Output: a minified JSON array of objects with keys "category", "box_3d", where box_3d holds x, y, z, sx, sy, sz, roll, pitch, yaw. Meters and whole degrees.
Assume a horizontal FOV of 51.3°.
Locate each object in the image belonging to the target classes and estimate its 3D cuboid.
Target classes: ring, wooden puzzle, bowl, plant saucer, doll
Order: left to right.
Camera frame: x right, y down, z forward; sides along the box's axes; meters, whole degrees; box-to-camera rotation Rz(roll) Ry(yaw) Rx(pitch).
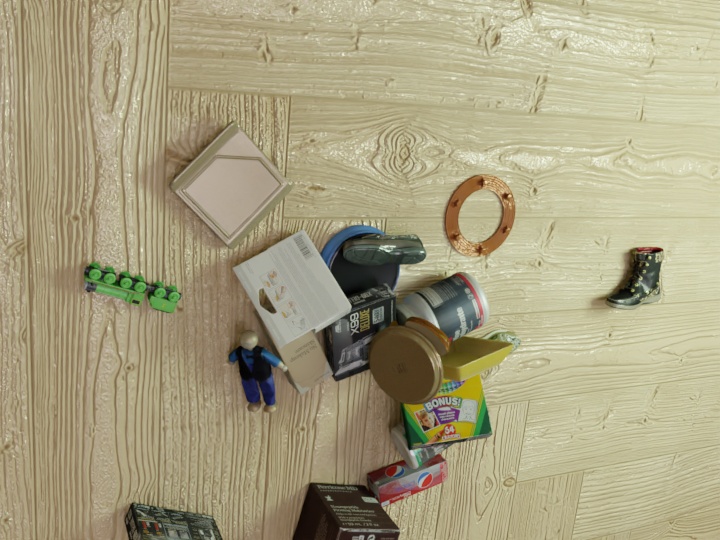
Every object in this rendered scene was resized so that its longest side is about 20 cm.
[{"category":"wooden puzzle","box_3d":[-0.258,-0.170,1.507,0.185,0.037,0.200,-46,124,-7]},{"category":"doll","box_3d":[-0.221,0.212,1.607,0.135,0.049,0.202,1,120,16]},{"category":"bowl","box_3d":[0.000,0.000,1.680,0.198,0.039,0.203,-8,109,-23]},{"category":"plant saucer","box_3d":[0.223,0.206,1.734,0.199,0.199,0.049,-15,101,-38]},{"category":"ring","box_3d":[0.291,-0.128,1.792,0.198,0.019,0.203,-8,110,-24]}]

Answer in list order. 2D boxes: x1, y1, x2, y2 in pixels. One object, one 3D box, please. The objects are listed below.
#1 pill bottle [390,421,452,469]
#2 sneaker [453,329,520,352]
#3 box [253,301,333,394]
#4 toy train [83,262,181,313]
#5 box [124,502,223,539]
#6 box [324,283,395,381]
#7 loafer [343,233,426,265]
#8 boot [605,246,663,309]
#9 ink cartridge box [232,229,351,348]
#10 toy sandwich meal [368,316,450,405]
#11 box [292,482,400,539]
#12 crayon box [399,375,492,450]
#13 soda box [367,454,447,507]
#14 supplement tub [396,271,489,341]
[{"category":"pill bottle","box_3d":[0.183,0.390,1.850,0.199,0.113,0.114,-30,117,-15]},{"category":"sneaker","box_3d":[0.326,0.206,1.874,0.198,0.088,0.078,-11,111,-23]},{"category":"box","box_3d":[-0.145,0.159,1.638,0.094,0.078,0.201,-32,117,-14]},{"category":"toy train","box_3d":[-0.450,0.037,1.476,0.198,0.042,0.057,19,108,-29]},{"category":"box","box_3d":[-0.393,0.575,1.605,0.198,0.158,0.050,21,97,-30]},{"category":"box","box_3d":[0.000,0.140,1.677,0.156,0.050,0.202,-18,132,-20]},{"category":"loafer","box_3d":[0.049,-0.052,1.639,0.198,0.063,0.072,3,147,-26]},{"category":"boot","box_3d":[0.746,0.020,2.027,0.198,0.073,0.152,-9,111,-27]},{"category":"ink cartridge box","box_3d":[-0.143,0.041,1.555,0.175,0.045,0.201,-29,77,-15]},{"category":"toy sandwich meal","box_3d":[0.107,0.195,1.642,0.070,0.203,0.208,-31,124,-54]},{"category":"box","box_3d":[-0.037,0.628,1.769,0.164,0.200,0.166,12,101,-28]},{"category":"crayon box","box_3d":[0.197,0.323,1.785,0.197,0.058,0.174,-8,69,-7]},{"category":"soda box","box_3d":[0.120,0.520,1.885,0.198,0.070,0.064,-15,111,-21]},{"category":"supplement tub","box_3d":[0.185,0.100,1.743,0.198,0.140,0.142,-24,115,-17]}]
